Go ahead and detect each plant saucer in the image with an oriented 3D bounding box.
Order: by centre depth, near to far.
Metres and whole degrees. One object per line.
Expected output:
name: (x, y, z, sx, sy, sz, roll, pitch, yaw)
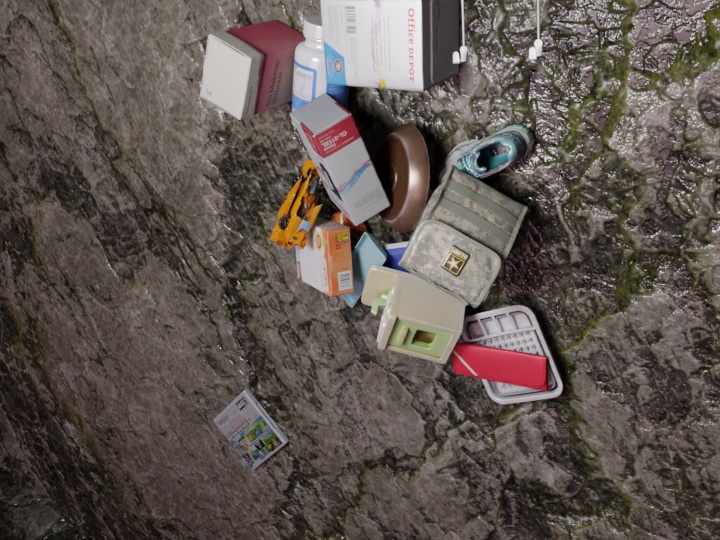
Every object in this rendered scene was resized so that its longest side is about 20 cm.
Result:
plant saucer: (0.068, -0.174, 1.408, 0.200, 0.034, 0.204, -179, 90, -65)
plant saucer: (0.000, 0.000, 1.533, 0.070, 0.019, 0.201, 52, 143, 14)

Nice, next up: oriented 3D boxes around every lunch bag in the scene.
lunch bag: (0.176, -0.054, 1.319, 0.162, 0.202, 0.118, 29, 160, -3)

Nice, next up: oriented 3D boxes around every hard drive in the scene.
hard drive: (0.123, -0.008, 1.481, 0.198, 0.026, 0.132, -6, 138, 44)

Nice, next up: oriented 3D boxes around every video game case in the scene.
video game case: (-0.305, 0.441, 2.070, 0.183, 0.022, 0.200, 50, 130, 4)

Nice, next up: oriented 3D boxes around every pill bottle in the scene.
pill bottle: (-0.073, -0.372, 1.431, 0.111, 0.112, 0.203, 23, 124, 24)

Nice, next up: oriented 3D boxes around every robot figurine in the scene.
robot figurine: (-0.114, -0.144, 1.541, 0.058, 0.202, 0.144, 30, 168, -27)

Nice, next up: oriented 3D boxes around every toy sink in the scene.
toy sink: (0.095, 0.090, 1.479, 0.197, 0.113, 0.131, 15, 143, -2)

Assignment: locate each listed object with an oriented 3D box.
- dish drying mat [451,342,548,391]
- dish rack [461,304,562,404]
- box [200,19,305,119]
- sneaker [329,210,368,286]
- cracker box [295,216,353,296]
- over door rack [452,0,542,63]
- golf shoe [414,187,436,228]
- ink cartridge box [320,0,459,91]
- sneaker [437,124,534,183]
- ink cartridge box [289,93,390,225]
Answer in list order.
dish drying mat: (0.271, 0.188, 1.476, 0.197, 0.018, 0.078, 7, 117, 33)
dish rack: (0.301, 0.161, 1.481, 0.170, 0.043, 0.202, -17, 102, 39)
box: (-0.198, -0.391, 1.451, 0.108, 0.200, 0.129, 32, 128, 18)
sneaker: (-0.002, -0.036, 1.593, 0.077, 0.072, 0.203, 1, 114, 62)
cracker box: (-0.079, -0.035, 1.569, 0.199, 0.057, 0.136, -156, 59, -63)
over door rack: (0.228, -0.432, 1.204, 0.146, 0.066, 0.204, 5, 95, 33)
golf shoe: (0.143, -0.111, 1.437, 0.198, 0.075, 0.093, 20, 119, 24)
ink cartridge box: (0.054, -0.404, 1.300, 0.197, 0.146, 0.149, 13, 119, 30)
sneaker: (0.207, -0.198, 1.336, 0.199, 0.086, 0.078, -26, 97, 41)
ink cartridge box: (-0.037, -0.204, 1.383, 0.146, 0.082, 0.202, 49, 168, 55)
